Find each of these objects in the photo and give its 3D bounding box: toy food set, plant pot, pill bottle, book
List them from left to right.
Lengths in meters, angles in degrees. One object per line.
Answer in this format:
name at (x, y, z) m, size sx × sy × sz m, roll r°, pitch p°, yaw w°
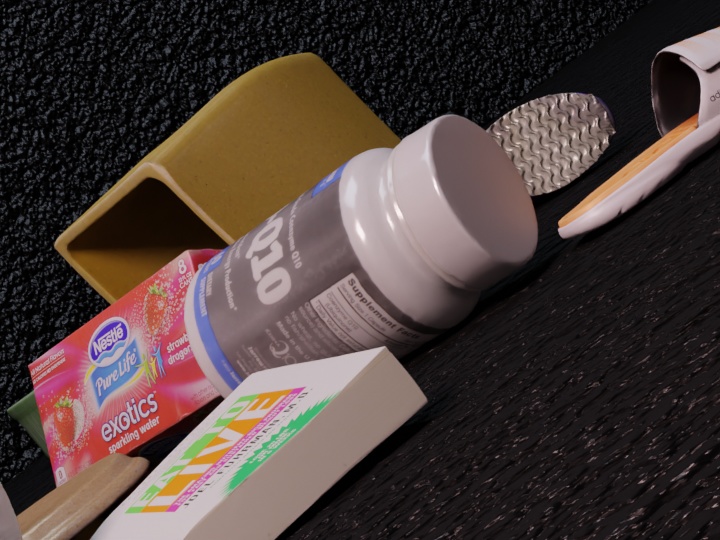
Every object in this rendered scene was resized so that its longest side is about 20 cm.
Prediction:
toy food set at (-0.210, 0.186, 1.132) m, size 0.199 × 0.049 × 0.198 m, roll -33°, pitch 5°, yaw 36°
book at (-0.057, 0.102, 0.872) m, size 0.133 × 0.048 × 0.200 m, roll -41°, pitch 7°, yaw -21°
plant pot at (-0.073, -0.047, 1.363) m, size 0.201 × 0.195 × 0.194 m, roll -54°, pitch 14°, yaw -32°
pill bottle at (0.000, 0.000, 1.055) m, size 0.199 × 0.114 × 0.114 m, roll -33°, pitch 4°, yaw 32°

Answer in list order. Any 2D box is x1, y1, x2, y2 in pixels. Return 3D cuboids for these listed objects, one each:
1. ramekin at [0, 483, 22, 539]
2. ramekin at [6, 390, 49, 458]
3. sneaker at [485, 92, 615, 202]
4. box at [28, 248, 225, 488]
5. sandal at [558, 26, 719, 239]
ramekin at (-0.255, 0.151, 0.868) m, size 0.200 × 0.202 × 0.098 m, roll -33°, pitch -3°, yaw 28°
ramekin at (-0.390, 0.179, 2.551) m, size 0.199 × 0.098 × 0.200 m, roll -35°, pitch 3°, yaw 2°
sneaker at (0.111, -0.077, 1.393) m, size 0.199 × 0.070 × 0.099 m, roll -34°, pitch 1°, yaw 20°
box at (-0.127, 0.070, 1.220) m, size 0.095 × 0.101 × 0.199 m, roll 0°, pitch -24°, yaw -45°
sandal at (0.183, -0.096, 1.026) m, size 0.206 × 0.059 × 0.079 m, roll -37°, pitch 4°, yaw -18°
